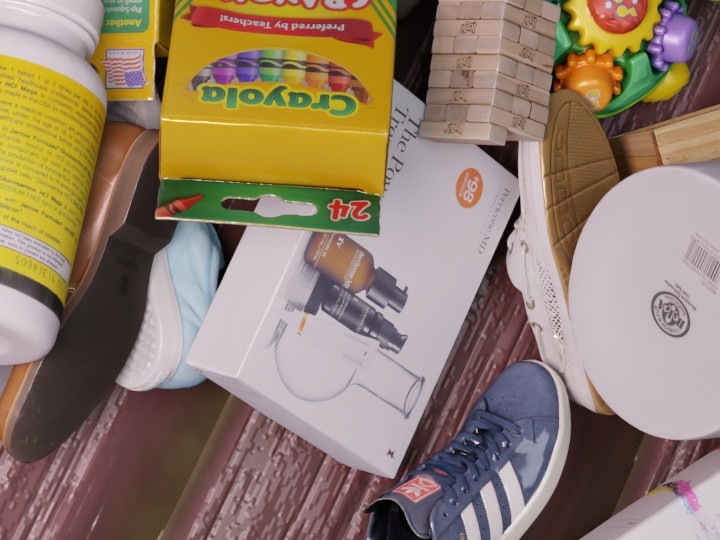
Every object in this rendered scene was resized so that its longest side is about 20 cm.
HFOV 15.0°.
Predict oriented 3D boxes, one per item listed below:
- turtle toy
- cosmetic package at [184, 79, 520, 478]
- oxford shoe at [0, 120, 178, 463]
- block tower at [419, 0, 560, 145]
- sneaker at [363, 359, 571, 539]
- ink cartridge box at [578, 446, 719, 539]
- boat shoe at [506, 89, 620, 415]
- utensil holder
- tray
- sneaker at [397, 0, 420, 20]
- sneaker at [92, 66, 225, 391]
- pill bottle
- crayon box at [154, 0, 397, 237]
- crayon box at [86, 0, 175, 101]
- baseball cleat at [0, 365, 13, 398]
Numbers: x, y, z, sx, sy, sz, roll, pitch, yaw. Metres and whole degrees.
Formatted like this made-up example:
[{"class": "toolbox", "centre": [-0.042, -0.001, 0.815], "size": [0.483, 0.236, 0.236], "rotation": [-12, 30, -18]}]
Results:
[{"class": "turtle toy", "centre": [0.159, -0.168, 1.676], "size": [0.199, 0.101, 0.146], "rotation": [-30, 95, -18]}, {"class": "cosmetic package", "centre": [0.000, 0.000, 1.607], "size": [0.151, 0.052, 0.201], "rotation": [35, 74, -44]}, {"class": "oxford shoe", "centre": [-0.162, 0.010, 1.531], "size": [0.071, 0.071, 0.201], "rotation": [17, 78, 28]}, {"class": "block tower", "centre": [0.083, -0.170, 1.598], "size": [0.058, 0.054, 0.201], "rotation": [15, 81, -47]}, {"class": "sneaker", "centre": [0.053, 0.132, 1.620], "size": [0.084, 0.075, 0.201], "rotation": [40, 72, -43]}, {"class": "ink cartridge box", "centre": [0.208, 0.190, 1.682], "size": [0.199, 0.067, 0.117], "rotation": [-30, 95, -19]}, {"class": "boat shoe", "centre": [0.117, -0.010, 1.652], "size": [0.071, 0.069, 0.201], "rotation": [-22, 109, -40]}, {"class": "utensil holder", "centre": [0.244, 0.014, 1.618], "size": [0.199, 0.169, 0.171], "rotation": [-5, 87, -44]}, {"class": "tray", "centre": [0.254, -0.093, 1.702], "size": [0.199, 0.099, 0.037], "rotation": [-18, 93, -18]}, {"class": "sneaker", "centre": [0.045, -0.253, 1.664], "size": [0.075, 0.070, 0.201], "rotation": [31, 77, -12]}, {"class": "sneaker", "centre": [-0.121, -0.026, 1.604], "size": [0.082, 0.074, 0.201], "rotation": [8, 73, -52]}, {"class": "pill bottle", "centre": [-0.199, -0.059, 1.474], "size": [0.112, 0.112, 0.201], "rotation": [16, 71, -16]}, {"class": "crayon box", "centre": [-0.043, -0.108, 1.515], "size": [0.126, 0.051, 0.201], "rotation": [4, 46, -1]}, {"class": "crayon box", "centre": [-0.169, -0.192, 1.575], "size": [0.125, 0.052, 0.201], "rotation": [0, 84, 11]}, {"class": "baseball cleat", "centre": [-0.260, 0.025, 1.526], "size": [0.200, 0.107, 0.070], "rotation": [35, 111, -6]}]
